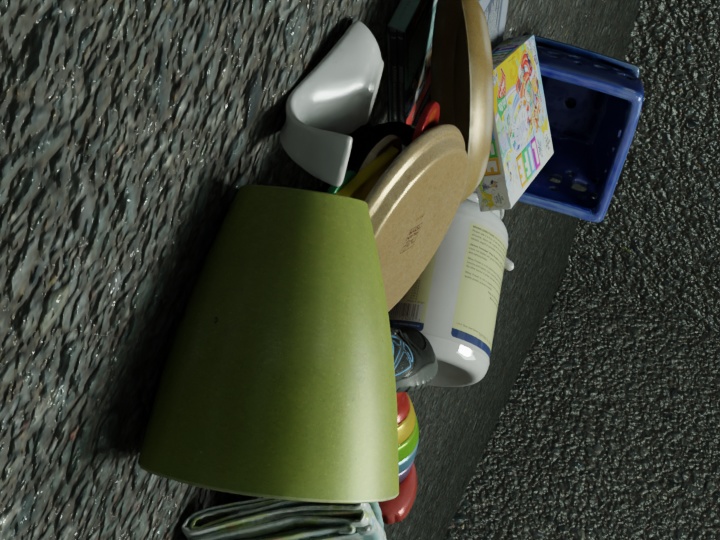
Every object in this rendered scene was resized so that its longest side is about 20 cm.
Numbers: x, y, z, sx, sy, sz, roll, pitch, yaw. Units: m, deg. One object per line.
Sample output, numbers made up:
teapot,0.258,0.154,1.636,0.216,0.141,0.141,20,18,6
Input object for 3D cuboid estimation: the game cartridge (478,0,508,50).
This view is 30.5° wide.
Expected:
game cartridge,0.115,-0.240,1.358,0.134,0.041,0.201,-58,164,-27

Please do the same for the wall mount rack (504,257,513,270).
wall mount rack,0.103,-0.011,1.521,0.174,0.074,0.202,-100,-148,-59

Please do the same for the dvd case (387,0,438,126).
dvd case,0.064,-0.227,1.287,0.201,0.022,0.147,87,27,-63

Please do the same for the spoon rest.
spoon rest,-0.022,-0.131,1.029,0.201,0.060,0.100,-74,179,-62

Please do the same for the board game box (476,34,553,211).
board game box,0.153,-0.157,1.369,0.200,0.034,0.136,-47,128,-61

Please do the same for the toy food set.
toy food set,0.024,-0.040,1.075,0.200,0.048,0.199,-42,157,-39

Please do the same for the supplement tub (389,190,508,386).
supplement tub,0.077,0.007,1.383,0.145,0.143,0.203,72,28,-70

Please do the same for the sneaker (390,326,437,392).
sneaker,0.019,0.073,1.185,0.200,0.072,0.083,-33,114,-69

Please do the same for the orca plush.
orca plush,-0.007,-0.094,1.134,0.199,0.071,0.105,-37,173,-40

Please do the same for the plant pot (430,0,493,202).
plant pot,0.091,-0.159,1.185,0.200,0.027,0.203,177,-90,-85

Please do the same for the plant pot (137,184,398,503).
plant pot,-0.053,0.046,0.935,0.187,0.184,0.203,13,84,-77

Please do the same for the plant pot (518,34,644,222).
plant pot,0.281,-0.210,1.839,0.180,0.198,0.202,-58,163,-59

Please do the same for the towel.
towel,-0.062,0.243,1.191,0.200,0.169,0.049,77,4,-66

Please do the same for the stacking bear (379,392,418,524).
stacking bear,0.014,0.173,1.522,0.114,0.120,0.202,-54,153,-43
